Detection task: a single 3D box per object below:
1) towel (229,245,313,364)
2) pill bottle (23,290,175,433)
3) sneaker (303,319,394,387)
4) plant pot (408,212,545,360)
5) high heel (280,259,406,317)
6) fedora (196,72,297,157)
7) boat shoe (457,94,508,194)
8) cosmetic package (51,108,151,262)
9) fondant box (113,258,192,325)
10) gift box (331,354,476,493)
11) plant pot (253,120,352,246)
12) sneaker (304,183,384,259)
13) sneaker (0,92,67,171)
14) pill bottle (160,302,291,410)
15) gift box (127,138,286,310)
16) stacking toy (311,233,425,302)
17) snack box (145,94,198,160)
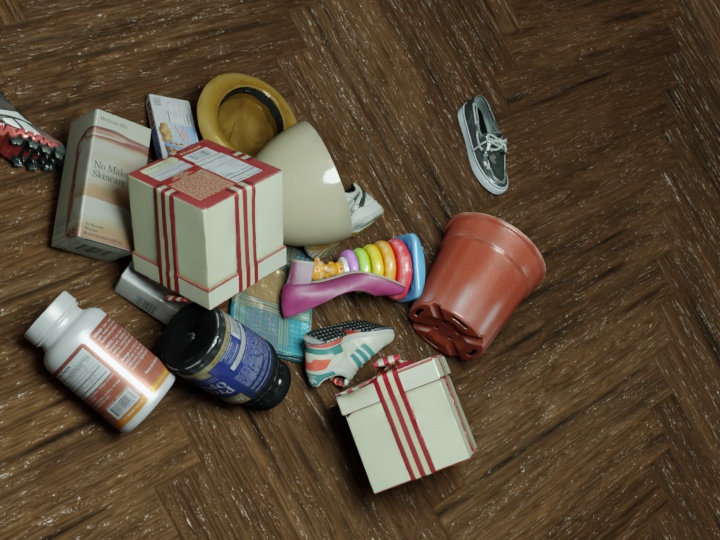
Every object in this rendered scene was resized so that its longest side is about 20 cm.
[{"bbox_3d":[-0.143,0.044,1.744,0.146,0.022,0.200,16,61,-27],"label":"towel"},{"bbox_3d":[-0.369,0.126,1.501,0.200,0.112,0.112,43,52,-9],"label":"pill bottle"},{"bbox_3d":[-0.021,0.139,1.761,0.200,0.070,0.094,-9,108,-50],"label":"sneaker"},{"bbox_3d":[0.193,0.037,1.869,0.201,0.201,0.195,41,60,-11],"label":"plant pot"},{"bbox_3d":[-0.029,0.044,1.741,0.199,0.067,0.096,10,88,-2],"label":"high heel"},{"bbox_3d":[-0.200,-0.235,1.798,0.200,0.082,0.201,16,58,-27],"label":"fedora"},{"bbox_3d":[0.256,-0.251,2.110,0.073,0.068,0.200,-2,70,-33],"label":"boat shoe"},{"bbox_3d":[-0.385,-0.125,1.593,0.103,0.087,0.201,16,69,-40],"label":"cosmetic package"},{"bbox_3d":[-0.267,-0.012,1.656,0.144,0.058,0.200,34,55,-7],"label":"fondant box"},{"bbox_3d":[0.058,0.229,1.661,0.200,0.185,0.187,-20,83,3],"label":"gift box"},{"bbox_3d":[-0.115,-0.120,1.685,0.134,0.200,0.201,-23,81,-12],"label":"plant pot"},{"bbox_3d":[-0.047,-0.088,1.841,0.088,0.076,0.200,50,40,5],"label":"sneaker"},{"bbox_3d":[-0.527,-0.216,1.582,0.200,0.071,0.098,20,49,-32],"label":"sneaker"},{"bbox_3d":[-0.192,0.134,1.576,0.200,0.112,0.112,40,47,-47],"label":"pill bottle"},{"bbox_3d":[-0.225,-0.068,1.549,0.200,0.187,0.184,27,40,36],"label":"gift box"},{"bbox_3d":[0.000,0.000,1.816,0.200,0.110,0.116,-3,85,-24],"label":"stacking toy"},{"bbox_3d":[-0.297,-0.204,1.720,0.072,0.024,0.200,7,47,-31],"label":"snack box"}]
